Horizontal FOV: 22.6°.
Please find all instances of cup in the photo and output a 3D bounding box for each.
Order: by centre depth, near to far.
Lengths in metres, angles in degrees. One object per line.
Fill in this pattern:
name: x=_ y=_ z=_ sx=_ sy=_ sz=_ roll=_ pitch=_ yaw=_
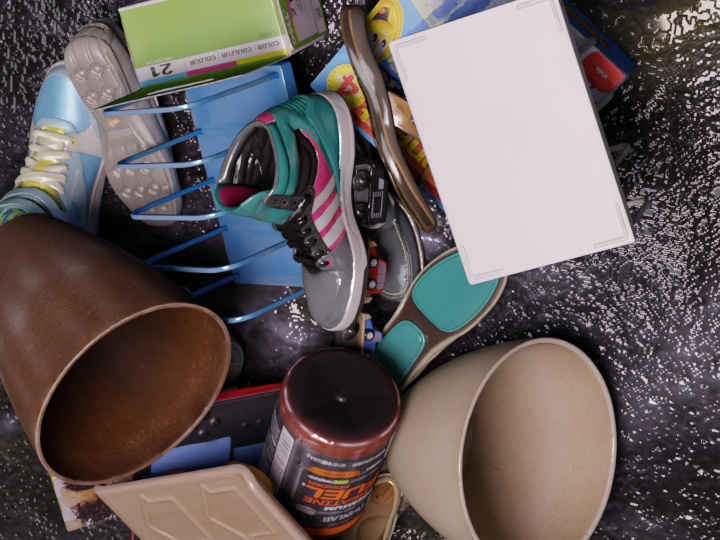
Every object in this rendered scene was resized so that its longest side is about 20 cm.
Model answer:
cup: x=0.105 y=0.153 z=1.562 sx=0.143 sy=0.200 sz=0.201 roll=4 pitch=110 yaw=48

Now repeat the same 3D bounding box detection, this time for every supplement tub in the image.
supplement tub: x=-0.033 y=0.164 z=1.576 sx=0.107 sy=0.107 sz=0.200 roll=27 pitch=141 yaw=9

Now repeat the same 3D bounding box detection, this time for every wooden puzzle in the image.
wooden puzzle: x=-0.110 y=0.229 z=1.570 sx=0.199 sy=0.046 sz=0.185 roll=-9 pitch=130 yaw=40

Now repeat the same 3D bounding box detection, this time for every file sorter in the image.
file sorter: x=0.133 y=-0.115 z=1.425 sx=0.138 sy=0.125 sz=0.201 roll=-15 pitch=101 yaw=23
file sorter: x=-0.124 y=-0.065 z=1.563 sx=0.138 sy=0.122 sz=0.201 roll=3 pitch=112 yaw=47

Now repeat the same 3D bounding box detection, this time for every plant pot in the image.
plant pot: x=-0.242 y=0.046 z=1.528 sx=0.200 sy=0.186 sz=0.187 roll=44 pitch=118 yaw=34

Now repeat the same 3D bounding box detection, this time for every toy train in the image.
toy train: x=0.000 y=0.000 z=1.553 sx=0.034 sy=0.046 sz=0.201 roll=32 pitch=124 yaw=51

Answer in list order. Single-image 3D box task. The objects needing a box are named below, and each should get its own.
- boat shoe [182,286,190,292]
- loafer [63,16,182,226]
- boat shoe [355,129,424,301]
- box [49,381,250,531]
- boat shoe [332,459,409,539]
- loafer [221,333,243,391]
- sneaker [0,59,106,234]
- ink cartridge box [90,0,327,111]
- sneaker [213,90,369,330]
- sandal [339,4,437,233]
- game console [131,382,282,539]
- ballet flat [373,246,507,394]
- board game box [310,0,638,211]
boat shoe: x=-0.253 y=0.046 z=1.699 sx=0.199 sy=0.074 sz=0.061 roll=0 pitch=102 yaw=10
loafer: x=-0.204 y=-0.134 z=1.628 sx=0.070 sy=0.070 sz=0.201 roll=-4 pitch=123 yaw=22
boat shoe: x=-0.005 y=-0.058 z=1.585 sx=0.073 sy=0.062 sz=0.201 roll=-19 pitch=100 yaw=22
box: x=-0.186 y=0.171 z=1.660 sx=0.199 sy=0.050 sz=0.076 roll=-18 pitch=131 yaw=-10
boat shoe: x=-0.010 y=0.252 z=1.683 sx=0.073 sy=0.063 sz=0.201 roll=30 pitch=114 yaw=7
loafer: x=-0.182 y=0.125 z=1.702 sx=0.072 sy=0.063 sz=0.200 roll=19 pitch=117 yaw=-34
sneaker: x=-0.284 y=-0.085 z=1.634 sx=0.079 sy=0.131 sz=0.201 roll=10 pitch=108 yaw=16
ink cartridge box: x=-0.131 y=-0.200 z=1.507 sx=0.147 sy=0.200 sz=0.076 roll=-10 pitch=103 yaw=21
sneaker: x=-0.060 y=-0.043 z=1.476 sx=0.083 sy=0.120 sz=0.201 roll=1 pitch=99 yaw=50
sandal: x=0.033 y=-0.128 z=1.493 sx=0.054 sy=0.082 sz=0.201 roll=-18 pitch=94 yaw=0
game console: x=-0.125 y=0.194 z=1.648 sx=0.176 sy=0.031 sz=0.201 roll=-7 pitch=125 yaw=-18
ballet flat: x=0.065 y=0.040 z=1.589 sx=0.069 sy=0.069 sz=0.200 roll=46 pitch=118 yaw=0
board game box: x=0.094 y=-0.165 z=1.522 sx=0.200 sy=0.056 sz=0.196 roll=42 pitch=114 yaw=2
